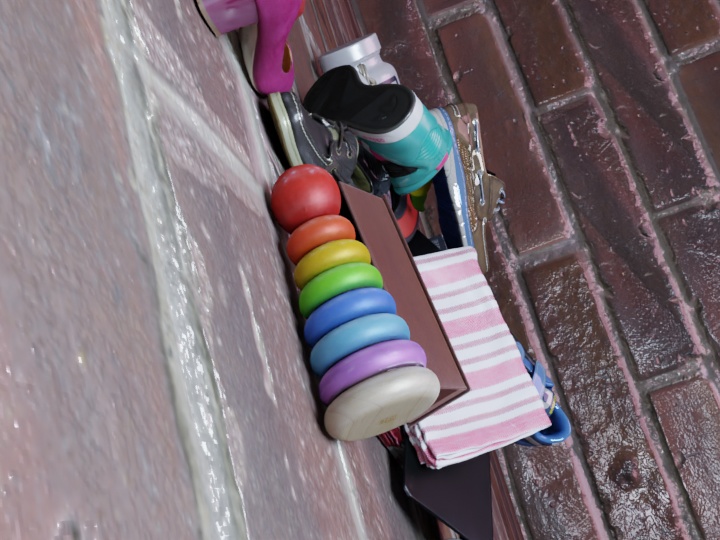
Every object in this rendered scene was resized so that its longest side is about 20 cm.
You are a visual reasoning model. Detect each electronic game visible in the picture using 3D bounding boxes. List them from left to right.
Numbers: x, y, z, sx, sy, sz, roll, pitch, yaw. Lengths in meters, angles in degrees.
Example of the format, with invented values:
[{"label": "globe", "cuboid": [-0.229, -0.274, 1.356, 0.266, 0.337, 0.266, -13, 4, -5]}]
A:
[{"label": "electronic game", "cuboid": [0.008, -0.121, 0.979, 0.199, 0.041, 0.203, 38, 39, -38]}]

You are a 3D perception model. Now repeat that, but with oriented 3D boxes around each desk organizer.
[{"label": "desk organizer", "cuboid": [0.014, 0.029, 0.733, 0.076, 0.071, 0.203, 14, 48, -56]}]

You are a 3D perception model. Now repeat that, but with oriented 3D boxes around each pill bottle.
[{"label": "pill bottle", "cuboid": [0.014, -0.236, 1.243, 0.116, 0.113, 0.204, -84, 155, -72]}]

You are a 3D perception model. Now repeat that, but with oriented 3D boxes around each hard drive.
[{"label": "hard drive", "cuboid": [0.133, 0.047, 1.004, 0.200, 0.033, 0.140, 48, 2, -23]}]

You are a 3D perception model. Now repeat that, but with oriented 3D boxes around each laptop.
[{"label": "laptop", "cuboid": [0.079, 0.221, 0.847, 0.179, 0.101, 0.203, -81, -179, -52]}]

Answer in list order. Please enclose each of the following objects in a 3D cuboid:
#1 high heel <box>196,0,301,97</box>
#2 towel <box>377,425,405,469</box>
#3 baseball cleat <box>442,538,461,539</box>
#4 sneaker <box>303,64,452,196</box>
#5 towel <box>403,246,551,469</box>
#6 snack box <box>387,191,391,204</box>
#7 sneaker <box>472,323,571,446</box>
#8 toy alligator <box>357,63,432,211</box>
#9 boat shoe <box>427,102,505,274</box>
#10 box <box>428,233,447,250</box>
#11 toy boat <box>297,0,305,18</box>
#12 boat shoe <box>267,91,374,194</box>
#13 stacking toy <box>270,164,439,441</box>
[{"label": "high heel", "cuboid": [-0.060, -0.201, 0.698, 0.200, 0.094, 0.069, 19, 52, -80]}, {"label": "towel", "cuboid": [0.027, 0.118, 0.835, 0.201, 0.022, 0.146, 61, 12, -53]}, {"label": "baseball cleat", "cuboid": [0.078, 0.285, 0.681, 0.107, 0.068, 0.204, -108, -175, -70]}, {"label": "sneaker", "cuboid": [0.026, -0.142, 0.867, 0.121, 0.084, 0.199, 44, -5, -37]}, {"label": "towel", "cuboid": [0.087, 0.074, 0.802, 0.203, 0.144, 0.030, 68, -29, 18]}, {"label": "snack box", "cuboid": [0.018, -0.066, 1.091, 0.142, 0.052, 0.204, 40, 31, -75]}, {"label": "sneaker", "cuboid": [0.162, 0.118, 0.892, 0.201, 0.081, 0.075, 52, 60, -35]}, {"label": "toy alligator", "cuboid": [0.055, -0.154, 0.952, 0.060, 0.053, 0.202, -109, 175, -54]}, {"label": "boat shoe", "cuboid": [0.123, -0.086, 0.933, 0.072, 0.071, 0.204, -133, -154, -65]}, {"label": "box", "cuboid": [0.118, 0.089, 1.243, 0.184, 0.102, 0.202, -100, 168, -55]}, {"label": "toy boat", "cuboid": [-0.070, -0.313, 0.773, 0.200, 0.128, 0.133, -47, 116, -82]}, {"label": "boat shoe", "cuboid": [-0.033, -0.114, 0.792, 0.200, 0.064, 0.075, 54, 16, -69]}, {"label": "stacking toy", "cuboid": [-0.016, 0.014, 0.607, 0.085, 0.084, 0.203, 53, 14, -66]}]
